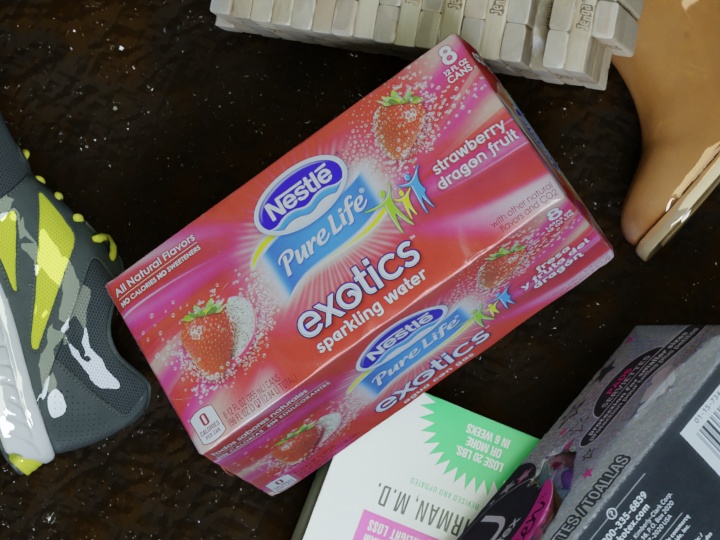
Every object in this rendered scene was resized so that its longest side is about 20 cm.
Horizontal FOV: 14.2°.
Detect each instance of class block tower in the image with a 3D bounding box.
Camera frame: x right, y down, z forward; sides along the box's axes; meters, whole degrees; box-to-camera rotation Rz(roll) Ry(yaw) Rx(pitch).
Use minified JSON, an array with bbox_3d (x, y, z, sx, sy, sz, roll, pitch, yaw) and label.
[{"bbox_3d":[0.026,-0.126,1.333,0.199,0.058,0.054,10,86,17],"label":"block tower"}]

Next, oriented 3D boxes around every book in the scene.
[{"bbox_3d":[0.025,0.164,1.344,0.133,0.048,0.201,22,81,-6],"label":"book"}]

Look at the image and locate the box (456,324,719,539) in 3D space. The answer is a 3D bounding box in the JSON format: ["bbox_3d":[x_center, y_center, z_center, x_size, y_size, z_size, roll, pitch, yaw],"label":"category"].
[{"bbox_3d":[0.127,0.136,1.293,0.132,0.115,0.200,46,72,-15],"label":"box"}]

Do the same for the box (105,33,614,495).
[{"bbox_3d":[0.000,0.000,1.296,0.200,0.095,0.100,-35,65,7],"label":"box"}]

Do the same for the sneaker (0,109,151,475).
[{"bbox_3d":[-0.153,-0.010,1.336,0.084,0.074,0.201,-14,94,-12],"label":"sneaker"}]

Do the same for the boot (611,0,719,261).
[{"bbox_3d":[0.126,-0.120,1.364,0.155,0.077,0.201,28,84,0],"label":"boot"}]
